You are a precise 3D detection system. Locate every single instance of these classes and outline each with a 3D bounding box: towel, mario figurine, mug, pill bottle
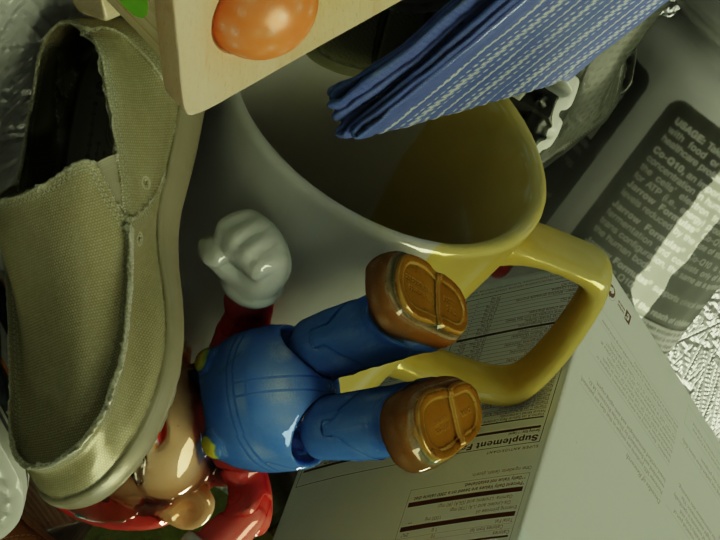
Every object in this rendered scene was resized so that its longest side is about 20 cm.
[{"bbox_3d":[0.082,-0.110,1.080,0.145,0.024,0.200,-38,171,31],"label":"towel"},{"bbox_3d":[-0.057,0.058,1.056,0.199,0.124,0.106,-19,128,34],"label":"mario figurine"},{"bbox_3d":[-0.008,0.000,1.147,0.149,0.186,0.154,-34,162,-52],"label":"mug"},{"bbox_3d":[0.152,-0.051,1.331,0.200,0.114,0.114,-53,149,15],"label":"pill bottle"}]

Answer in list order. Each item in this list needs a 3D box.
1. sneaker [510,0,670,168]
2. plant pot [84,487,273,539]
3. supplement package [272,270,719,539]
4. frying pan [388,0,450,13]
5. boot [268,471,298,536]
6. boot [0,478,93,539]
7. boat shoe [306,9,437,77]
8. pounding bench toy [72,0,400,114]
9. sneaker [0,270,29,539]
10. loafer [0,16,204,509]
[{"bbox_3d":[0.106,-0.120,1.244,0.201,0.066,0.090,-54,165,2],"label":"sneaker"},{"bbox_3d":[-0.124,0.191,1.246,0.190,0.200,0.201,-35,151,-39],"label":"plant pot"},{"bbox_3d":[0.074,0.141,1.267,0.192,0.146,0.201,54,39,-31],"label":"supplement package"},{"bbox_3d":[0.015,-0.192,1.029,0.114,0.031,0.191,-24,114,-26],"label":"frying pan"},{"bbox_3d":[0.048,0.174,1.385,0.188,0.201,0.068,-5,152,-49],"label":"boot"},{"bbox_3d":[-0.130,0.155,1.078,0.155,0.200,0.077,-18,146,-50],"label":"boot"},{"bbox_3d":[0.045,-0.139,1.136,0.199,0.068,0.075,-20,142,-29],"label":"boat shoe"},{"bbox_3d":[-0.047,-0.132,0.944,0.124,0.156,0.201,-31,148,-22],"label":"pounding bench toy"},{"bbox_3d":[-0.179,0.009,1.045,0.078,0.080,0.201,-10,124,5],"label":"sneaker"},{"bbox_3d":[-0.110,-0.009,1.038,0.075,0.202,0.068,-15,152,42],"label":"loafer"}]
